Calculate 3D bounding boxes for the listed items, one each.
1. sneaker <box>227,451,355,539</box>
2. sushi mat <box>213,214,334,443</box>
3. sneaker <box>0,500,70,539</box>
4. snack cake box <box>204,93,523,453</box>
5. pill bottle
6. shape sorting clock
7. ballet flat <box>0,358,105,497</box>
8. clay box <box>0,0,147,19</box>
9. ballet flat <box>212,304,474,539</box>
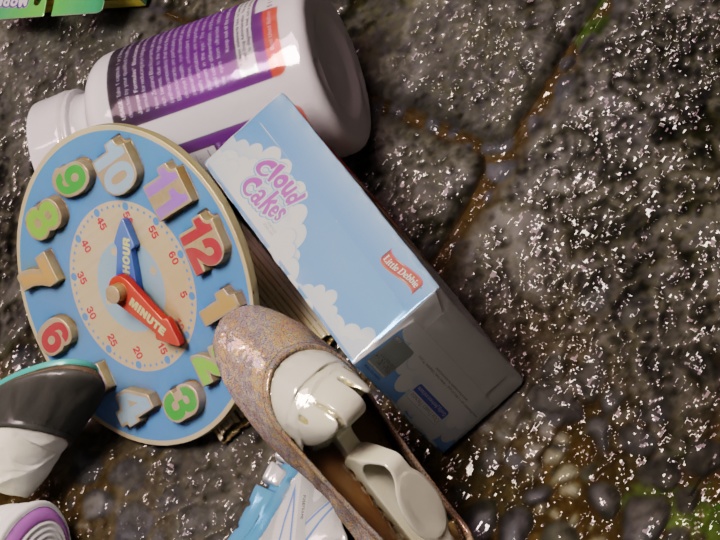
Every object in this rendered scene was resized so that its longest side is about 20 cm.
[{"bbox_3d":[-0.040,0.179,1.522,0.086,0.075,0.201,21,73,32],"label":"sneaker"},{"bbox_3d":[-0.096,0.017,1.701,0.096,0.012,0.200,-43,47,3],"label":"sushi mat"},{"bbox_3d":[-0.262,0.212,1.631,0.099,0.075,0.200,2,33,42],"label":"sneaker"},{"bbox_3d":[0.000,0.000,1.577,0.067,0.115,0.200,-41,47,3],"label":"snack cake box"},{"bbox_3d":[-0.104,-0.098,1.699,0.199,0.111,0.112,-18,54,17],"label":"pill bottle"},{"bbox_3d":[-0.139,0.010,1.647,0.199,0.039,0.201,10,107,34],"label":"shape sorting clock"},{"bbox_3d":[-0.229,0.112,1.693,0.199,0.068,0.069,-22,59,42],"label":"ballet flat"},{"bbox_3d":[-0.186,-0.256,1.908,0.114,0.048,0.201,0,64,34],"label":"clay box"},{"bbox_3d":[-0.002,0.095,1.480,0.068,0.200,0.067,-42,5,-22],"label":"ballet flat"}]
